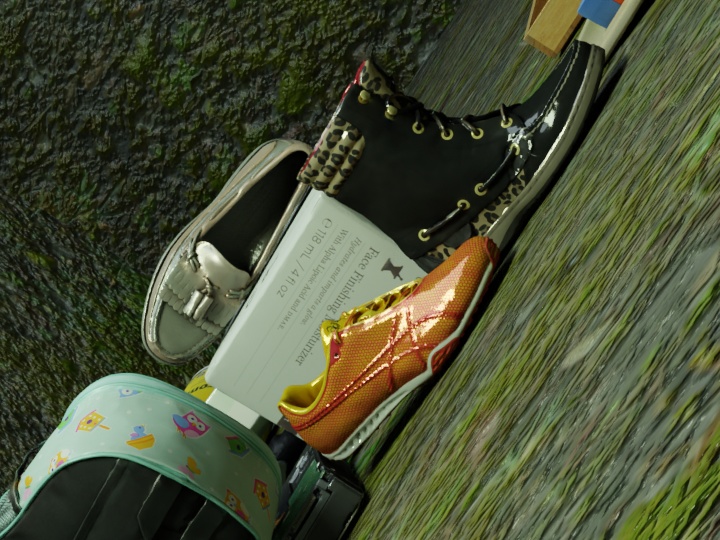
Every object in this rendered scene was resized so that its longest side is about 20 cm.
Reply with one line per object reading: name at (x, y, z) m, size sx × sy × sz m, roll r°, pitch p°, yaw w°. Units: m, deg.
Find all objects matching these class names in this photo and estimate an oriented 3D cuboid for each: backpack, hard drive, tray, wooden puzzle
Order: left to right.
backpack at (-0.146, 0.163, 1.381) m, size 0.200 × 0.175 × 0.154 m, roll -49°, pitch 14°, yaw 43°
hard drive at (-0.051, 0.196, 1.460) m, size 0.140 × 0.038 × 0.200 m, roll -59°, pitch 4°, yaw -1°
tray at (0.192, -0.263, 1.848) m, size 0.099 × 0.037 × 0.200 m, roll -58°, pitch 4°, yaw 22°
wooden puzzle at (0.215, -0.260, 1.481) m, size 0.200 × 0.046 × 0.186 m, roll -54°, pitch 6°, yaw 48°

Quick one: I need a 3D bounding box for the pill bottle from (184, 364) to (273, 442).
pill bottle at (-0.161, 0.187, 2.306) m, size 0.112 × 0.111 × 0.200 m, roll -57°, pitch 5°, yaw 20°

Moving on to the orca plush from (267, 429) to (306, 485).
orca plush at (-0.084, 0.173, 1.765) m, size 0.201 × 0.071 × 0.105 m, roll -58°, pitch 4°, yaw 9°

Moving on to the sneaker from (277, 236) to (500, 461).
sneaker at (0.018, 0.047, 1.402) m, size 0.200 × 0.077 × 0.073 m, roll -47°, pitch 7°, yaw 19°

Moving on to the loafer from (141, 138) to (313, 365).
loafer at (-0.100, -0.018, 1.577) m, size 0.201 × 0.072 × 0.063 m, roll -57°, pitch 12°, yaw -12°

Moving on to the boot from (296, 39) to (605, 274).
boot at (0.062, -0.097, 1.415) m, size 0.201 × 0.150 × 0.073 m, roll -57°, pitch 4°, yaw 21°

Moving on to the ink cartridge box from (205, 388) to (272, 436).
ink cartridge box at (-0.130, 0.161, 1.681) m, size 0.200 × 0.050 × 0.161 m, roll -51°, pitch -4°, yaw 8°

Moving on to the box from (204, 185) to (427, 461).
box at (0.000, 0.000, 1.592) m, size 0.199 × 0.130 × 0.200 m, roll -57°, pitch 6°, yaw 32°
